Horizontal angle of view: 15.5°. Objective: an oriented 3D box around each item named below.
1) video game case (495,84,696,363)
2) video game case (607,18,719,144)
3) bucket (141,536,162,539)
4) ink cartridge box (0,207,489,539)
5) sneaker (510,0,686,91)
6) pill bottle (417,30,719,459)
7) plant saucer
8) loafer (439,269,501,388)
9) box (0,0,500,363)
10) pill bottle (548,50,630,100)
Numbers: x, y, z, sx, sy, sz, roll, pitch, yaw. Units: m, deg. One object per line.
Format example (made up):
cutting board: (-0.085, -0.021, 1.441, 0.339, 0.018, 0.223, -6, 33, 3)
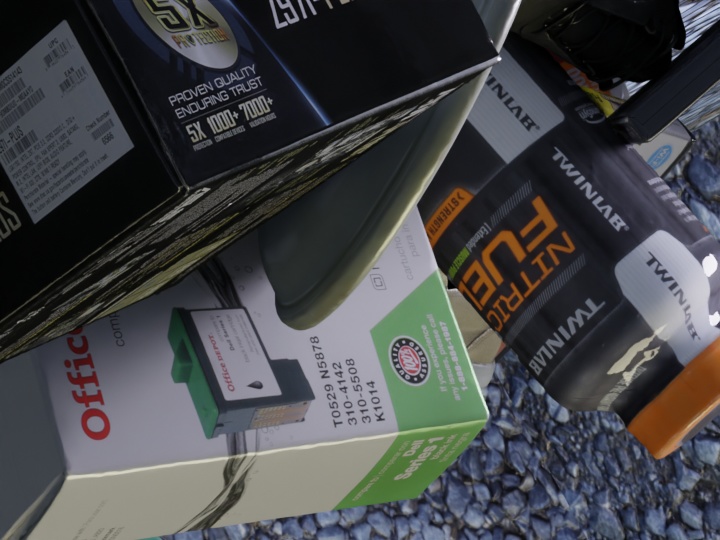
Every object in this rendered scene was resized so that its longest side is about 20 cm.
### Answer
video game case: (0.067, -0.016, 1.391, 0.200, 0.026, 0.180, -49, 151, 19)
video game case: (0.176, -0.111, 1.240, 0.143, 0.019, 0.200, -41, -179, 3)
bucket: (-0.196, 0.117, 1.383, 0.134, 0.208, 0.207, -19, 173, -19)
ink cartridge box: (-0.067, 0.028, 1.111, 0.199, 0.147, 0.084, -6, 155, -30)
sneaker: (0.106, -0.127, 1.208, 0.076, 0.091, 0.200, -29, 176, 27)
pill bottle: (0.098, -0.009, 1.216, 0.106, 0.200, 0.106, -40, 169, -9)
plant saucer: (0.003, -0.076, 1.027, 0.201, 0.050, 0.200, -58, -169, 18)
loafer: (0.000, 0.000, 1.276, 0.200, 0.075, 0.070, 20, 102, -46)
box: (-0.080, -0.046, 0.905, 0.163, 0.086, 0.200, -25, 175, -45)
pill bottle: (0.044, -0.059, 1.450, 0.199, 0.113, 0.113, -28, 176, -24)
